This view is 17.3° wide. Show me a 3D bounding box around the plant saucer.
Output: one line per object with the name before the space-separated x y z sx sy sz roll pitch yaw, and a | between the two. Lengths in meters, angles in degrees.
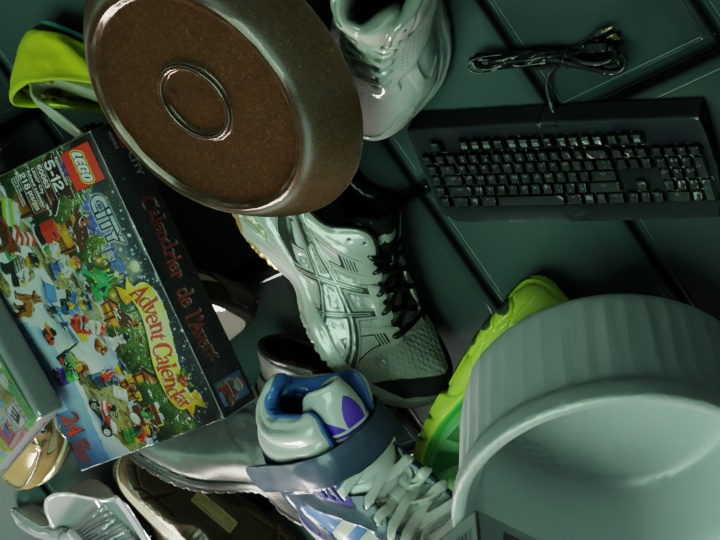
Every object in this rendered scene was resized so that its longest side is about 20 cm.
plant saucer | -0.091 -0.107 1.408 0.200 0.034 0.200 23 138 23

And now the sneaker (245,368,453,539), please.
sneaker | 0.013 0.134 1.478 0.200 0.081 0.146 27 150 39

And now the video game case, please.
video game case | -0.285 0.041 1.618 0.200 0.022 0.182 58 149 8

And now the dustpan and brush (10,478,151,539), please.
dustpan and brush | -0.211 0.205 1.806 0.200 0.057 0.140 29 151 57

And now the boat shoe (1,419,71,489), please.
boat shoe | -0.255 0.097 1.749 0.072 0.076 0.200 27 133 16

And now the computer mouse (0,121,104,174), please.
computer mouse | -0.214 -0.027 1.633 0.200 0.053 0.139 -5 96 43

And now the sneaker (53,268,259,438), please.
sneaker | -0.141 0.060 1.623 0.074 0.079 0.200 28 138 -33

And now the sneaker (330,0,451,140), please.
sneaker | 0.009 -0.148 1.371 0.078 0.099 0.200 26 133 14

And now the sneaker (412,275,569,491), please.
sneaker | 0.093 0.093 1.509 0.084 0.074 0.200 37 135 12

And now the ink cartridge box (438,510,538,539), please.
ink cartridge box | 0.116 0.215 1.430 0.200 0.037 0.095 26 129 -29

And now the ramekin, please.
ramekin | 0.152 0.106 1.411 0.200 0.098 0.200 -1 135 -1

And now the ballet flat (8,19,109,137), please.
ballet flat | -0.143 -0.105 1.526 0.200 0.067 0.067 18 160 25

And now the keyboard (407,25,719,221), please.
keyboard | 0.115 -0.082 1.404 0.200 0.021 0.127 -1 121 34

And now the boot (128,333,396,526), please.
boot | -0.072 0.095 1.639 0.200 0.070 0.132 16 127 11

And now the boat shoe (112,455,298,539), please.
boat shoe | -0.102 0.200 1.736 0.202 0.075 0.075 50 156 -6

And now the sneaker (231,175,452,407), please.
sneaker | 0.000 0.000 1.504 0.200 0.076 0.088 51 135 -8

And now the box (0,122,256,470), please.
box | -0.166 0.018 1.526 0.137 0.038 0.200 -22 95 38
